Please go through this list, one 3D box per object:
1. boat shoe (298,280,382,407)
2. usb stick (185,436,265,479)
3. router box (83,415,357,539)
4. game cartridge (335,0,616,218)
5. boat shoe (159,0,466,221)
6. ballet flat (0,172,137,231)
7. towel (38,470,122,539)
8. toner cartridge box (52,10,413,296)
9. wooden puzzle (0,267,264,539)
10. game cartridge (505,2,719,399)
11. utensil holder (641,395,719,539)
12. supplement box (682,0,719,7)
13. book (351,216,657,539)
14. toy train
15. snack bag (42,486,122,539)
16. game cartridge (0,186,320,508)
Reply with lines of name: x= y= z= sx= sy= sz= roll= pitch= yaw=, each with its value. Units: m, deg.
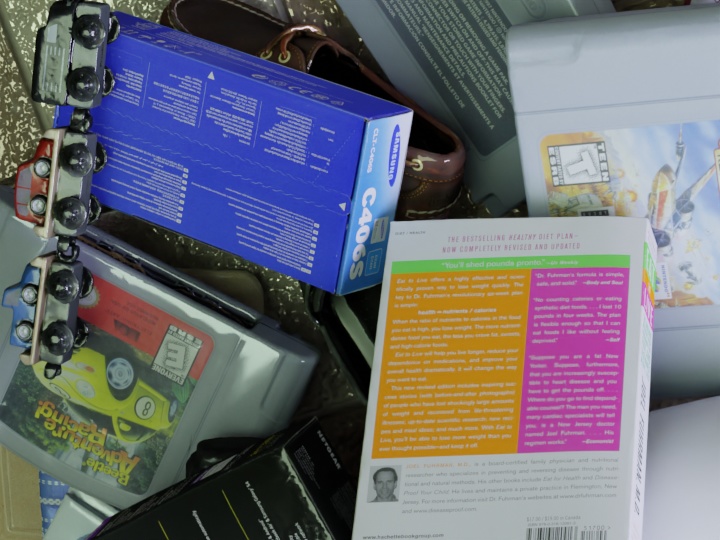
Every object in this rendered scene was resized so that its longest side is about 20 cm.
boat shoe: x=0.002 y=-0.002 z=1.410 sx=0.074 sy=0.063 sz=0.202 roll=-40 pitch=65 yaw=23
usb stick: x=-0.066 y=0.184 z=1.430 sx=0.055 sy=0.033 sz=0.201 roll=-1 pitch=114 yaw=-1
router box: x=-0.040 y=0.195 z=1.362 sx=0.149 sy=0.051 sz=0.201 roll=-27 pitch=95 yaw=27
game cartridge: x=0.060 y=-0.138 z=1.374 sx=0.133 sy=0.041 sz=0.200 roll=-33 pitch=91 yaw=47
boat shoe: x=-0.024 y=-0.096 z=1.401 sx=0.200 sy=0.070 sz=0.071 roll=35 pitch=142 yaw=16
ballet flat: x=-0.137 y=-0.057 z=1.465 sx=0.199 sy=0.046 sz=0.068 roll=-25 pitch=71 yaw=14
towel: x=-0.116 y=0.120 z=1.491 sx=0.144 sy=0.024 sz=0.201 roll=2 pitch=105 yaw=13
toner cartridge box: x=-0.071 y=-0.064 z=1.369 sx=0.199 sy=0.043 sz=0.096 roll=21 pitch=112 yaw=30
wooden puzzle: x=-0.147 y=0.083 z=1.528 sx=0.199 sy=0.046 sz=0.186 roll=2 pitch=105 yaw=15
game cartridge: x=0.151 y=-0.031 z=1.320 sx=0.132 sy=0.042 sz=0.201 roll=-3 pitch=107 yaw=23
utensil holder: x=0.167 y=0.146 z=1.301 sx=0.199 sy=0.170 sz=0.171 roll=-15 pitch=99 yaw=9
supplement box: x=0.198 y=-0.055 z=1.354 sx=0.108 sy=0.061 sz=0.201 roll=21 pitch=110 yaw=13
book: x=0.071 y=0.066 z=1.258 sx=0.133 sy=0.201 sz=0.048 roll=-4 pitch=143 yaw=18
toy train: x=-0.159 y=-0.043 z=1.375 sx=0.046 sy=0.034 sz=0.201 roll=9 pitch=100 yaw=12
snack bag: x=-0.119 y=0.245 z=1.509 sx=0.199 sy=0.021 sz=0.189 roll=30 pitch=111 yaw=8
game cartridge: x=-0.135 y=0.056 z=1.440 sx=0.199 sy=0.041 sz=0.134 roll=27 pitch=115 yaw=4
